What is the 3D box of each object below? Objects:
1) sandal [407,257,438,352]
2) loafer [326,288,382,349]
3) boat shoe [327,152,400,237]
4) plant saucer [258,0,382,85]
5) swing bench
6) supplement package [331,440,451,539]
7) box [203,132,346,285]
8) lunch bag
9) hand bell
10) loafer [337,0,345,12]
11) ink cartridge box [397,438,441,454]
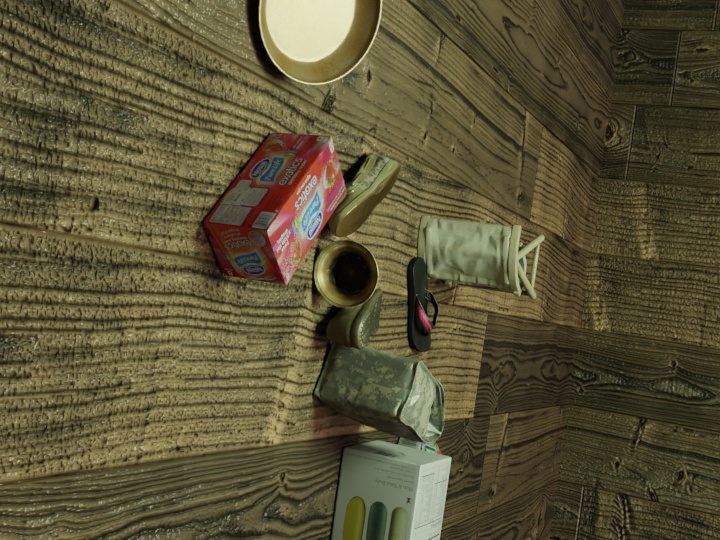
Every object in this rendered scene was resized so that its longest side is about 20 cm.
[{"bbox_3d":[0.123,0.072,1.897,0.075,0.045,0.202,-44,135,-53],"label":"sandal"},{"bbox_3d":[-0.007,0.072,1.601,0.200,0.067,0.077,-43,140,-75],"label":"loafer"},{"bbox_3d":[-0.005,-0.122,1.567,0.200,0.062,0.074,-47,164,-47],"label":"boat shoe"},{"bbox_3d":[-0.060,-0.354,1.326,0.198,0.035,0.203,-18,121,-32],"label":"plant saucer"},{"bbox_3d":[0.234,-0.026,1.926,0.199,0.197,0.132,10,88,-64],"label":"swing bench"},{"bbox_3d":[0.052,0.416,1.719,0.150,0.150,0.203,9,89,-64],"label":"supplement package"},{"bbox_3d":[-0.107,-0.086,1.297,0.096,0.099,0.201,74,34,-41],"label":"box"},{"bbox_3d":[0.042,0.208,1.624,0.119,0.162,0.200,-69,152,-19],"label":"lunch bag"},{"bbox_3d":[0.000,0.000,1.596,0.200,0.103,0.106,-14,110,-76],"label":"hand bell"},{"bbox_3d":[-0.050,-0.437,1.380,0.071,0.073,0.203,8,98,-26],"label":"loafer"},{"bbox_3d":[0.120,0.397,1.976,0.110,0.050,0.201,-67,150,-29],"label":"ink cartridge box"}]
